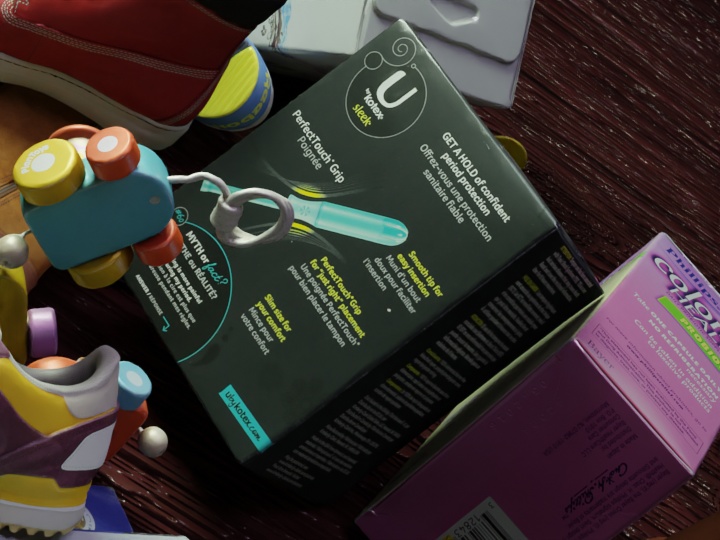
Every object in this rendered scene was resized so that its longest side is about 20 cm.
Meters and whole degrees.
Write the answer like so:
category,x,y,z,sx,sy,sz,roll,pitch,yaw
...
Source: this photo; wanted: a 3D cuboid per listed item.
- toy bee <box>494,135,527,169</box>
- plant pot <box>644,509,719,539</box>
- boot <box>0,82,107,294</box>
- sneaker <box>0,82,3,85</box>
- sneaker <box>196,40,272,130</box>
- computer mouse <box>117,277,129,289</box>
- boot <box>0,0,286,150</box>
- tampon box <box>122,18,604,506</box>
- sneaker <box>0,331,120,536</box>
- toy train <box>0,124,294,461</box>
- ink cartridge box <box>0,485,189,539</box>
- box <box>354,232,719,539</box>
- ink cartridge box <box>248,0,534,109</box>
category,x,y,z,sx,sy,sz,roll,pitch,yaw
toy bee,0.050,-0.074,1.277,0.130,0.110,0.200,-6,23,-12
plant pot,0.244,0.217,1.103,0.199,0.140,0.201,31,30,-20
boot,-0.212,-0.064,0.952,0.188,0.069,0.200,42,45,-1
sneaker,-0.178,-0.116,1.091,0.199,0.072,0.083,-17,64,-44
sneaker,-0.131,-0.159,1.229,0.200,0.074,0.082,47,6,22
computer mouse,-0.189,-0.040,1.040,0.199,0.034,0.059,24,32,-30
boot,-0.142,-0.156,0.967,0.199,0.144,0.073,22,40,-28
tampon box,0.000,0.000,1.006,0.150,0.200,0.126,55,5,24
sneaker,-0.198,0.050,0.803,0.199,0.091,0.075,14,9,-34
toy train,-0.126,0.008,0.878,0.149,0.200,0.056,19,35,-32
ink cartridge box,-0.145,0.155,0.814,0.199,0.041,0.201,11,40,-43
box,0.118,0.092,1.076,0.097,0.176,0.200,48,28,1
ink cartridge box,0.003,-0.201,1.285,0.146,0.147,0.199,14,0,-41
